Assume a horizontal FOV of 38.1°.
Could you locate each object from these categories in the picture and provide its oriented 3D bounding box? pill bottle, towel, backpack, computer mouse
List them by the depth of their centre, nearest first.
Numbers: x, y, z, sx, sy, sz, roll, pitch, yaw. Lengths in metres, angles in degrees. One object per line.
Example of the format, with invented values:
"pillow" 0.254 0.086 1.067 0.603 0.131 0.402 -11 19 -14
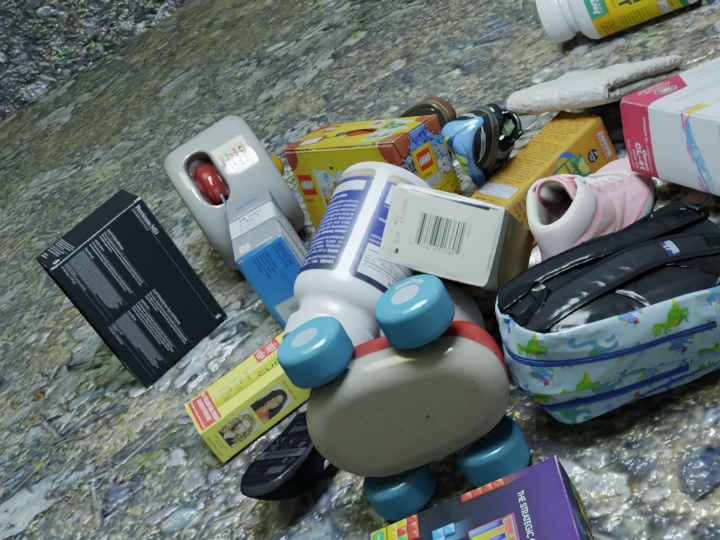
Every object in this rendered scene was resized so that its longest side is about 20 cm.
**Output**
"backpack" 0.212 0.037 0.863 0.199 0.155 0.163 -10 29 -14
"computer mouse" -0.019 0.159 0.998 0.140 0.046 0.200 -16 21 35
"pill bottle" 0.000 0.000 1.056 0.115 0.116 0.201 -3 54 42
"towel" 0.276 -0.216 1.207 0.132 0.035 0.199 -2 15 44
"pill bottle" 0.340 -0.377 1.387 0.199 0.113 0.113 -16 33 27

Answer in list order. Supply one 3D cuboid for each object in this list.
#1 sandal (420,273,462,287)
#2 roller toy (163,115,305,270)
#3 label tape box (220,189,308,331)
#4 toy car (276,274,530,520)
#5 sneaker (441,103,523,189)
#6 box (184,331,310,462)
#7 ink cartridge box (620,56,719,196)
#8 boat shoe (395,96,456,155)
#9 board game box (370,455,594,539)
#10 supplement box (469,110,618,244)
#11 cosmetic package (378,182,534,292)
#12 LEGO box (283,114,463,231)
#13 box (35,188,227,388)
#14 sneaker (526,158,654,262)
"sandal" 0.076 0.043 1.072 0.075 0.048 0.201 -27 28 9
"roller toy" -0.163 -0.107 1.400 0.139 0.183 0.200 -34 28 -3
"label tape box" -0.096 -0.016 1.233 0.063 0.145 0.200 -30 29 4
"toy car" 0.045 0.076 0.923 0.176 0.185 0.200 -23 23 18
"sneaker" 0.150 -0.139 1.177 0.082 0.071 0.200 -34 -14 10
"box" -0.089 0.116 1.124 0.200 0.050 0.075 -37 30 -6
"ink cartridge box" 0.367 -0.135 0.982 0.147 0.086 0.200 -22 26 -18
"boat shoe" 0.073 -0.142 1.244 0.068 0.072 0.200 -37 -13 -33
"board game box" 0.093 0.244 0.738 0.165 0.057 0.200 -27 29 13
"supplement box" 0.191 -0.089 1.142 0.200 0.067 0.069 -45 31 -19
"cosmetic package" 0.096 -0.024 0.977 0.105 0.200 0.072 15 90 16
"LEGO box" 0.019 -0.094 1.219 0.077 0.150 0.199 -35 25 -33
"box" -0.283 0.022 1.306 0.141 0.201 0.079 -40 29 -15
"sneaker" 0.229 -0.073 1.041 0.075 0.105 0.201 -5 38 43
